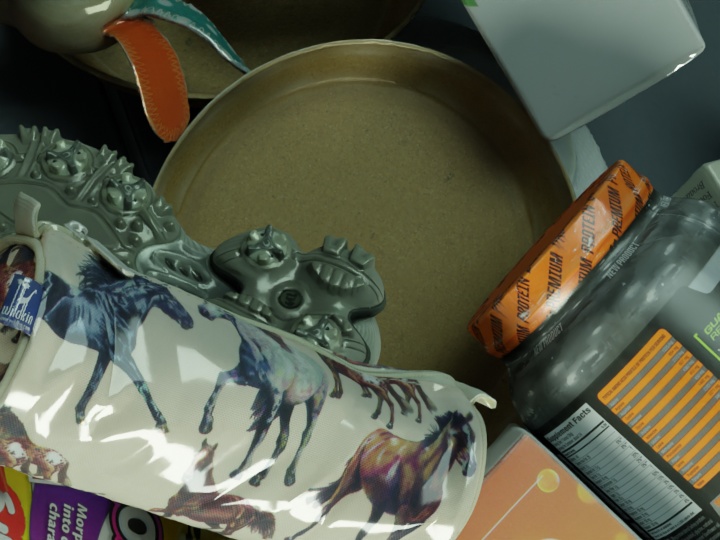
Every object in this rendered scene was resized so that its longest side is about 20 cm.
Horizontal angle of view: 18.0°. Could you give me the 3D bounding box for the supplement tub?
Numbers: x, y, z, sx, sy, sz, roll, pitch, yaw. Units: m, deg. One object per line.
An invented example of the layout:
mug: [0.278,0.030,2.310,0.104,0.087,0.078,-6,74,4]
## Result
supplement tub: [0.148,0.056,0.938,0.200,0.123,0.123,43,47,0]

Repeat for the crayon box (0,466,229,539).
crayon box: [-0.106,0.124,0.850,0.172,0.058,0.201,30,47,-36]

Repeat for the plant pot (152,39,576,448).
plant pot: [0.000,0.000,0.992,0.199,0.027,0.201,-1,96,-12]

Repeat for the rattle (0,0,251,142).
rattle: [-0.124,-0.167,0.985,0.130,0.143,0.200,-7,38,-29]

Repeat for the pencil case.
pencil case: [-0.050,0.048,0.816,0.199,0.090,0.078,21,11,-24]

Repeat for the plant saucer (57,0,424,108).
plant saucer: [-0.062,-0.137,1.068,0.199,0.036,0.201,-1,47,1]

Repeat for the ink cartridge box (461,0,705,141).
ink cartridge box: [0.084,-0.157,1.041,0.146,0.084,0.200,58,13,-10]

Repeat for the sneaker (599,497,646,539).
sneaker: [0.126,0.083,1.028,0.146,0.077,0.203,-13,81,-37]

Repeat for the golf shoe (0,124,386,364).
golf shoe: [-0.089,0.013,0.922,0.199,0.097,0.078,23,59,10]

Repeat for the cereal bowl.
cereal bowl: [0.042,-0.044,1.080,0.199,0.083,0.201,16,53,-22]

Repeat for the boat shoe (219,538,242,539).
boat shoe: [-0.013,0.191,0.841,0.201,0.063,0.073,52,46,-7]

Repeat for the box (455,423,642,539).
box: [0.093,0.175,0.911,0.200,0.097,0.124,43,89,2]

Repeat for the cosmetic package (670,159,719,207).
cosmetic package: [0.212,0.049,1.105,0.071,0.105,0.200,-17,67,-42]
